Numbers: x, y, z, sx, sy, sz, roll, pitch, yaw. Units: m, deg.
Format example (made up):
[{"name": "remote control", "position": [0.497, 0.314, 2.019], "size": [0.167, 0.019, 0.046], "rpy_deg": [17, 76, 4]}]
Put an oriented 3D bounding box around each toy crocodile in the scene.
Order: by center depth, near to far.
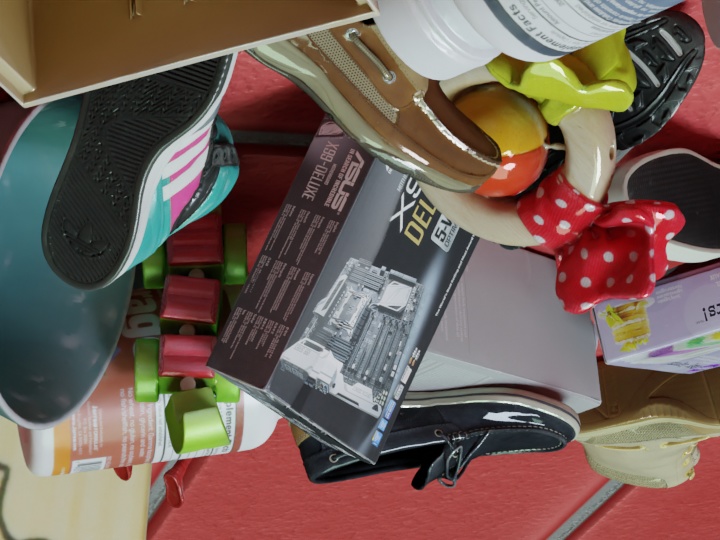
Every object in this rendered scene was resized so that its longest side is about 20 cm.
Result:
[{"name": "toy crocodile", "position": [-0.103, 0.019, 1.677], "size": [0.067, 0.201, 0.062], "rpy_deg": [2, 155, -2]}]

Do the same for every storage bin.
[{"name": "storage bin", "position": [-0.120, -0.183, 1.346], "size": [0.199, 0.094, 0.199], "rpy_deg": [-13, 156, 16]}]

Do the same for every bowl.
[{"name": "bowl", "position": [-0.221, -0.012, 1.625], "size": [0.105, 0.202, 0.201], "rpy_deg": [6, 161, 21]}]

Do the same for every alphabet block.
[{"name": "alphabet block", "position": [-0.262, 0.172, 1.908], "size": [0.195, 0.201, 0.196], "rpy_deg": [5, -178, -21]}]

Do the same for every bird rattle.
[{"name": "bird rattle", "position": [0.104, -0.071, 1.590], "size": [0.163, 0.113, 0.201], "rpy_deg": [8, 128, 26]}]

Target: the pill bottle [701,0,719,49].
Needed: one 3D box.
[{"name": "pill bottle", "position": [0.288, -0.160, 1.471], "size": [0.199, 0.113, 0.112], "rpy_deg": [-3, 156, -9]}]

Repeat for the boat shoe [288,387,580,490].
[{"name": "boat shoe", "position": [0.051, 0.116, 1.848], "size": [0.199, 0.062, 0.075], "rpy_deg": [0, 156, -13]}]

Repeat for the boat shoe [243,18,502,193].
[{"name": "boat shoe", "position": [0.004, -0.118, 1.485], "size": [0.200, 0.076, 0.074], "rpy_deg": [36, 108, -24]}]

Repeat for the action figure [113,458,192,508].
[{"name": "action figure", "position": [-0.092, 0.074, 1.852], "size": [0.065, 0.200, 0.052], "rpy_deg": [23, 143, 19]}]

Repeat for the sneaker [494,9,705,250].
[{"name": "sneaker", "position": [0.138, -0.095, 1.656], "size": [0.200, 0.074, 0.079], "rpy_deg": [-44, 176, 42]}]

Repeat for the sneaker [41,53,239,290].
[{"name": "sneaker", "position": [-0.106, -0.089, 1.586], "size": [0.200, 0.083, 0.121], "rpy_deg": [-61, 172, 26]}]

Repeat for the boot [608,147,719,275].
[{"name": "boot", "position": [0.179, -0.024, 1.772], "size": [0.144, 0.073, 0.200], "rpy_deg": [-22, 169, 37]}]

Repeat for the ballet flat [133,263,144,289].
[{"name": "ballet flat", "position": [-0.148, 0.023, 1.853], "size": [0.069, 0.070, 0.200], "rpy_deg": [11, 148, -33]}]

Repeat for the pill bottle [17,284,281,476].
[{"name": "pill bottle", "position": [-0.119, 0.064, 1.754], "size": [0.199, 0.113, 0.112], "rpy_deg": [-7, 157, -13]}]

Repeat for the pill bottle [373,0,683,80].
[{"name": "pill bottle", "position": [0.103, -0.174, 1.388], "size": [0.200, 0.120, 0.119], "rpy_deg": [-22, 152, 34]}]

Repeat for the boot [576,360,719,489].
[{"name": "boot", "position": [0.257, 0.115, 2.137], "size": [0.199, 0.073, 0.155], "rpy_deg": [-10, 156, 14]}]

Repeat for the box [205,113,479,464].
[{"name": "box", "position": [0.000, 0.000, 1.673], "size": [0.050, 0.201, 0.158], "rpy_deg": [21, 170, 30]}]

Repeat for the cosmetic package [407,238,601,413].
[{"name": "cosmetic package", "position": [0.069, 0.037, 1.876], "size": [0.090, 0.107, 0.200], "rpy_deg": [-23, 150, 37]}]

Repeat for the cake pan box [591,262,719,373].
[{"name": "cake pan box", "position": [0.278, 0.024, 1.915], "size": [0.184, 0.053, 0.200], "rpy_deg": [-15, 170, 22]}]
